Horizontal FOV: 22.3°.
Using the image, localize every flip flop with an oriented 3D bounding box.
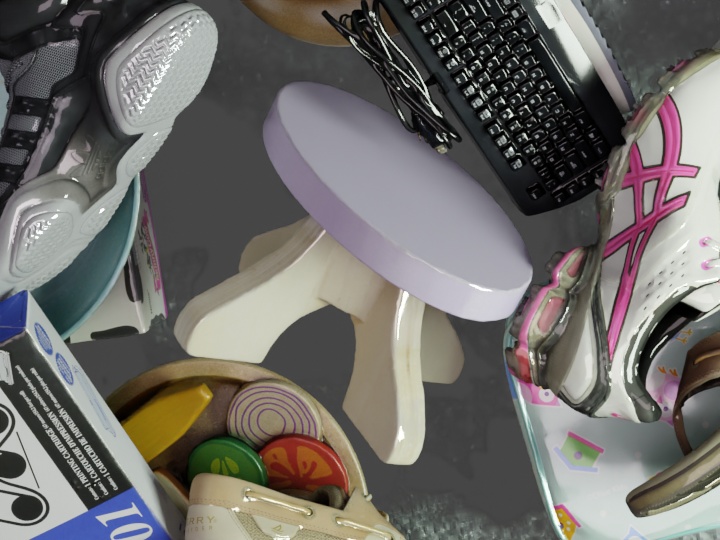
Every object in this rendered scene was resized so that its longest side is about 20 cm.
[{"bbox_3d":[0.200,0.044,0.922,0.057,0.081,0.201,40,98,19],"label":"flip flop"}]

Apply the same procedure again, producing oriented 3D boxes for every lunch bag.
[{"bbox_3d":[0.183,0.057,0.999,0.198,0.077,0.162,-17,93,9],"label":"lunch bag"}]

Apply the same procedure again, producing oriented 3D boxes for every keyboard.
[{"bbox_3d":[0.058,-0.103,0.934,0.104,0.040,0.200,-29,115,16],"label":"keyboard"}]

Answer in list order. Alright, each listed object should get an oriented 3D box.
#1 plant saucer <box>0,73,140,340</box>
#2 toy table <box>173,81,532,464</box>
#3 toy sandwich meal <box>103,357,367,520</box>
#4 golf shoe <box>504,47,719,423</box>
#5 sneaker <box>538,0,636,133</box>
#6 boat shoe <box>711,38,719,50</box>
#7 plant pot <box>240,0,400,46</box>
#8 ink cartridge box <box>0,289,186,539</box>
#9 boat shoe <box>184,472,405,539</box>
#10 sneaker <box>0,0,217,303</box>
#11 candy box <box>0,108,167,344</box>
[{"bbox_3d":[-0.212,-0.048,0.992,0.198,0.036,0.202,1,97,7],"label":"plant saucer"},{"bbox_3d":[0.000,0.000,0.972,0.183,0.200,0.118,15,115,-27],"label":"toy table"},{"bbox_3d":[-0.094,0.150,1.056,0.203,0.070,0.207,1,101,7],"label":"toy sandwich meal"},{"bbox_3d":[0.158,-0.016,0.932,0.092,0.073,0.201,26,84,25],"label":"golf shoe"},{"bbox_3d":[0.066,-0.151,0.980,0.082,0.070,0.201,-33,93,9],"label":"sneaker"},{"bbox_3d":[0.279,-0.148,0.958,0.199,0.072,0.069,-34,95,3],"label":"boat shoe"},{"bbox_3d":[-0.013,-0.220,0.960,0.199,0.027,0.202,2,93,31],"label":"plant pot"},{"bbox_3d":[-0.164,0.115,0.966,0.093,0.044,0.201,-27,120,6],"label":"ink cartridge box"},{"bbox_3d":[-0.009,0.150,1.011,0.071,0.199,0.065,-17,66,46],"label":"boat shoe"},{"bbox_3d":[-0.167,-0.080,0.931,0.114,0.075,0.200,43,106,12],"label":"sneaker"},{"bbox_3d":[-0.220,-0.022,1.046,0.198,0.061,0.138,-7,97,9],"label":"candy box"}]
